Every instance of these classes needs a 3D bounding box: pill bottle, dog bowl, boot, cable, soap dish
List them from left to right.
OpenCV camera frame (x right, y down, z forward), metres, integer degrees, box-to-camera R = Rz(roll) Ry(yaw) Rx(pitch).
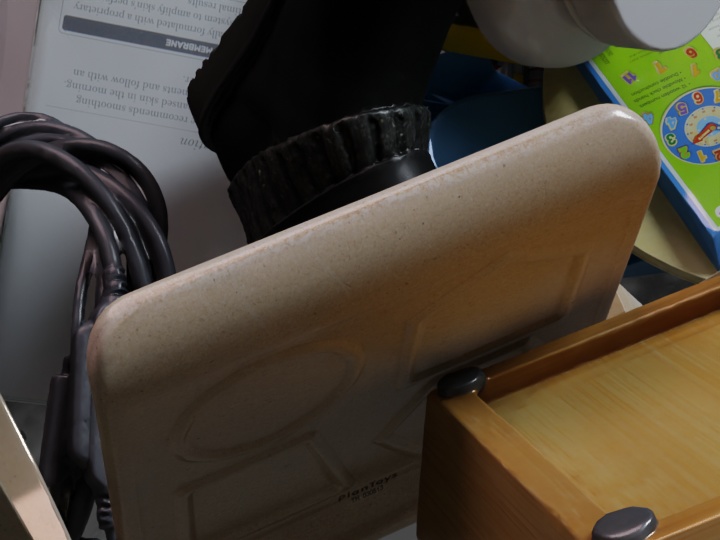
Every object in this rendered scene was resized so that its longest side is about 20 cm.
[{"bbox_3d":[-0.142,0.034,0.800,0.162,0.202,0.051,-16,-21,41],"label":"cable"},{"bbox_3d":[0.013,-0.054,0.740,0.079,0.159,0.211,-1,-33,-31],"label":"boot"},{"bbox_3d":[0.059,-0.147,0.831,0.111,0.112,0.199,-29,29,-34],"label":"pill bottle"},{"bbox_3d":[0.101,-0.046,0.874,0.198,0.112,0.050,-8,-29,-9],"label":"dog bowl"},{"bbox_3d":[0.108,0.066,0.567,0.156,0.082,0.200,-21,15,-9],"label":"soap dish"}]

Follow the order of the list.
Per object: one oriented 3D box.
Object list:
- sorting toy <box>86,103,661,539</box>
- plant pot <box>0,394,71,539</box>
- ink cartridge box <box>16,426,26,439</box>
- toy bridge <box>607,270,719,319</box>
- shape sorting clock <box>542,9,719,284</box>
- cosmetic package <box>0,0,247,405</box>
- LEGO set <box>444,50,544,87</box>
[{"bbox_3d":[0.001,0.034,0.637,0.184,0.201,0.037,-23,61,-15],"label":"sorting toy"},{"bbox_3d":[-0.214,0.084,0.635,0.199,0.189,0.187,-28,17,-7],"label":"plant pot"},{"bbox_3d":[-0.275,0.014,0.983,0.047,0.200,0.197,-45,23,-14],"label":"ink cartridge box"},{"bbox_3d":[0.102,0.023,0.757,0.199,0.027,0.067,-26,-19,13],"label":"toy bridge"},{"bbox_3d":[0.178,-0.075,0.846,0.198,0.039,0.202,-3,56,4],"label":"shape sorting clock"},{"bbox_3d":[-0.127,-0.051,0.943,0.122,0.202,0.199,9,8,-20],"label":"cosmetic package"},{"bbox_3d":[0.021,-0.084,1.011,0.152,0.117,0.199,6,-5,-31],"label":"LEGO set"}]
